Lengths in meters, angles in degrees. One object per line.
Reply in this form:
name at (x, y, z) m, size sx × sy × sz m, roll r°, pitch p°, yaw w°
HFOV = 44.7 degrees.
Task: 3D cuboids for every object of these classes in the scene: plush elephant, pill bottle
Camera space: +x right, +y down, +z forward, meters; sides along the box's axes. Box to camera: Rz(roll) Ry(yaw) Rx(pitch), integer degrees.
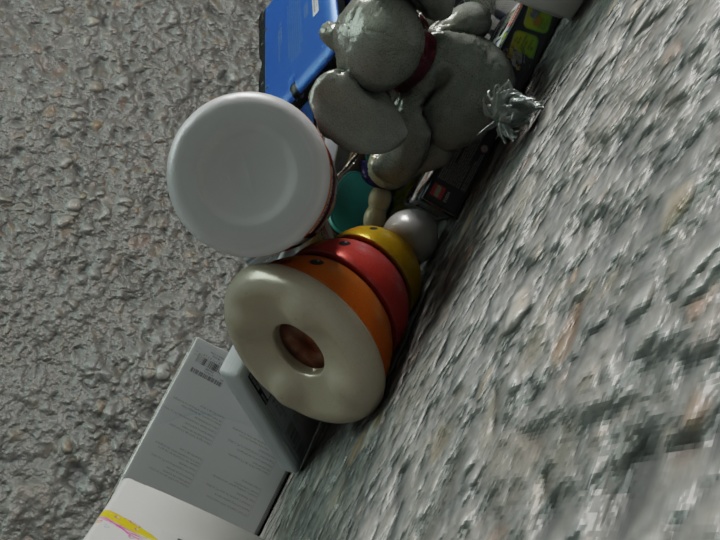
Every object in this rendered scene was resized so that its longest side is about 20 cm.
plush elephant at (0.032, -0.159, 0.682) m, size 0.165 × 0.154 × 0.200 m, roll -61°, pitch 22°, yaw 0°
pill bottle at (-0.075, -0.069, 0.680) m, size 0.113 × 0.113 × 0.200 m, roll -62°, pitch 1°, yaw 2°

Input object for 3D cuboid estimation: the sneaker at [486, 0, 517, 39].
sneaker at (0.099, -0.188, 0.924) m, size 0.200 × 0.080 × 0.115 m, roll -57°, pitch 0°, yaw -15°

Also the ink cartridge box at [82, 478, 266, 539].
ink cartridge box at (-0.129, 0.243, 0.529) m, size 0.148 × 0.144 × 0.200 m, roll -63°, pitch 5°, yaw 0°

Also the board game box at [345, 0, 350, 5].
board game box at (0.029, -0.248, 0.957) m, size 0.200 × 0.134 × 0.045 m, roll 113°, pitch 138°, yaw -64°

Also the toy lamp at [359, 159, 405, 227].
toy lamp at (0.000, 0.000, 0.818) m, size 0.058 × 0.058 × 0.201 m, roll -124°, pitch 46°, yaw -84°

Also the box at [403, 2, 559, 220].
box at (0.106, -0.142, 0.793) m, size 0.201 × 0.035 × 0.110 m, roll -62°, pitch 6°, yaw 0°

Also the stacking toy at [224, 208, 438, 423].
stacking toy at (-0.001, 0.012, 0.713) m, size 0.200 × 0.146 × 0.146 m, roll -46°, pitch -6°, yaw -40°

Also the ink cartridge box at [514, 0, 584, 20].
ink cartridge box at (0.155, -0.318, 0.660) m, size 0.200 × 0.084 × 0.145 m, roll -57°, pitch 38°, yaw 37°

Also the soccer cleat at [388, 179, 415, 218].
soccer cleat at (0.039, -0.081, 0.952) m, size 0.201 × 0.064 × 0.084 m, roll -63°, pitch 4°, yaw -22°

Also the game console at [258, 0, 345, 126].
game console at (-0.037, -0.190, 0.863) m, size 0.171 × 0.118 × 0.201 m, roll -41°, pitch 38°, yaw 32°

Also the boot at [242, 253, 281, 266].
boot at (-0.066, 0.014, 0.879) m, size 0.073 × 0.096 × 0.200 m, roll -24°, pitch -8°, yaw -2°

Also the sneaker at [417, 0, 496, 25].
sneaker at (0.084, -0.224, 0.833) m, size 0.200 × 0.085 × 0.077 m, roll -38°, pitch 14°, yaw 4°

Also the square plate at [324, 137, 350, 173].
square plate at (-0.009, -0.098, 1.003) m, size 0.198 × 0.028 × 0.201 m, roll 39°, pitch -119°, yaw -67°

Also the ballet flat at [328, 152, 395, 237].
ballet flat at (0.005, -0.091, 0.918) m, size 0.075 × 0.068 × 0.201 m, roll -51°, pitch 14°, yaw 56°

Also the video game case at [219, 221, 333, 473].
video game case at (-0.056, 0.070, 0.831) m, size 0.200 × 0.024 × 0.183 m, roll 72°, pitch -144°, yaw -52°

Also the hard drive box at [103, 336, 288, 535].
hard drive box at (-0.155, 0.195, 0.939) m, size 0.201 × 0.155 × 0.077 m, roll -62°, pitch 5°, yaw -11°
